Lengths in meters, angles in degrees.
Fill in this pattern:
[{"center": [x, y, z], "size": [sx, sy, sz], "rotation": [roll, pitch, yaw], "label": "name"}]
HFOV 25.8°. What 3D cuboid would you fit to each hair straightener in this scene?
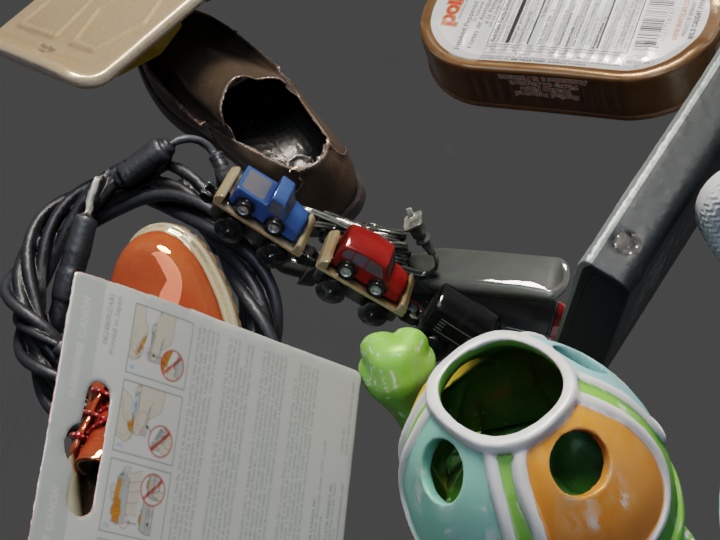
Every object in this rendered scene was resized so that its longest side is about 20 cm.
[{"center": [0.027, -0.013, 0.915], "size": [0.198, 0.078, 0.041], "rotation": [15, 46, 17], "label": "hair straightener"}]

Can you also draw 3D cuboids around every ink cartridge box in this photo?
[{"center": [-0.087, 0.106, 0.782], "size": [0.047, 0.199, 0.162], "rotation": [-9, 67, 43], "label": "ink cartridge box"}]

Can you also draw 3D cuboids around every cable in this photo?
[{"center": [-0.126, 0.025, 0.910], "size": [0.161, 0.051, 0.202], "rotation": [-22, 69, 3], "label": "cable"}]

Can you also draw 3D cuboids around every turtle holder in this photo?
[{"center": [0.083, 0.090, 0.810], "size": [0.139, 0.132, 0.186], "rotation": [-22, 39, 4], "label": "turtle holder"}]

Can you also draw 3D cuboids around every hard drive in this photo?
[{"center": [0.175, -0.042, 0.876], "size": [0.033, 0.140, 0.201], "rotation": [31, 67, 14], "label": "hard drive"}]

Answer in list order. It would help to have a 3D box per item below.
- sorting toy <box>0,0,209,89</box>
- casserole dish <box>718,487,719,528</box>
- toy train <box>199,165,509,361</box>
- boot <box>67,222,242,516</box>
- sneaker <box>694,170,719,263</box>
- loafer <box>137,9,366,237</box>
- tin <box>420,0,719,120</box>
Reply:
[{"center": [-0.139, -0.182, 1.012], "size": [0.199, 0.037, 0.185], "rotation": [-39, 32, -18], "label": "sorting toy"}, {"center": [0.248, 0.175, 0.806], "size": [0.119, 0.039, 0.202], "rotation": [-4, 60, 4], "label": "casserole dish"}, {"center": [0.000, 0.000, 0.882], "size": [0.199, 0.046, 0.034], "rotation": [31, 41, -7], "label": "toy train"}, {"center": [-0.113, 0.070, 0.824], "size": [0.074, 0.107, 0.203], "rotation": [-5, 81, 19], "label": "boot"}, {"center": [0.241, -0.048, 0.875], "size": [0.198, 0.075, 0.116], "rotation": [9, 40, -37], "label": "sneaker"}, {"center": [-0.070, -0.108, 0.979], "size": [0.073, 0.071, 0.200], "rotation": [-41, 64, -17], "label": "loafer"}, {"center": [0.131, -0.151, 0.977], "size": [0.198, 0.042, 0.113], "rotation": [8, 53, 26], "label": "tin"}]
